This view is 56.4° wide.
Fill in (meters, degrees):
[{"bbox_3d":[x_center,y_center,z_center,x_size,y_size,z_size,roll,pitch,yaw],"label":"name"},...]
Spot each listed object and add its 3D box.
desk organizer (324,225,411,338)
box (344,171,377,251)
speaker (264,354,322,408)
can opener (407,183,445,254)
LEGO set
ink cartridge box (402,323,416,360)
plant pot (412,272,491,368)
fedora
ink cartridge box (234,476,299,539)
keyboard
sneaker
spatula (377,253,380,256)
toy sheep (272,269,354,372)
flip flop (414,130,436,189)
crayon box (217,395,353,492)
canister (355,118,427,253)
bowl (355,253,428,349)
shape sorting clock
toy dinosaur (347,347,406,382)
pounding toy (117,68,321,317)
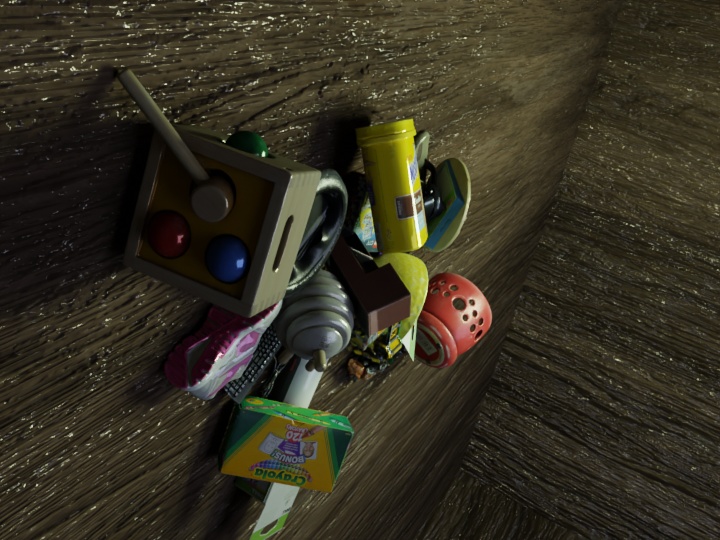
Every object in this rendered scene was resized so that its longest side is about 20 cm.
[{"bbox_3d":[0.000,0.000,1.073,0.077,0.200,0.072,-24,147,-14],"label":"desk organizer"},{"bbox_3d":[0.032,-0.104,1.248,0.200,0.038,0.137,-2,114,-60],"label":"box"},{"bbox_3d":[-0.118,0.203,1.188,0.201,0.081,0.081,-66,158,2],"label":"speaker"},{"bbox_3d":[0.114,-0.104,1.397,0.078,0.064,0.200,-14,155,-26],"label":"can opener"},{"bbox_3d":[-0.022,0.088,1.158,0.116,0.200,0.154,-37,159,-36],"label":"LEGO set"},{"bbox_3d":[0.082,0.094,1.465,0.200,0.048,0.146,66,27,-57],"label":"ink cartridge box"},{"bbox_3d":[0.204,0.135,1.714,0.182,0.200,0.201,-40,148,-32],"label":"plant pot"},{"bbox_3d":[-0.105,-0.061,0.933,0.201,0.091,0.201,-46,152,-34],"label":"fedora"},{"bbox_3d":[-0.175,0.409,1.278,0.201,0.075,0.148,-67,159,6],"label":"ink cartridge box"},{"bbox_3d":[-0.146,0.131,1.095,0.200,0.021,0.127,-55,141,-24],"label":"keyboard"},{"bbox_3d":[-0.185,0.098,0.944,0.200,0.081,0.088,-46,153,-24],"label":"sneaker"},{"bbox_3d":[0.054,-0.083,1.368,0.056,0.020,0.201,-31,139,-56],"label":"spatula"},{"bbox_3d":[-0.072,0.075,1.018,0.137,0.201,0.138,-9,137,-9],"label":"toy sheep"},{"bbox_3d":[0.127,-0.197,1.364,0.081,0.057,0.201,-52,158,-31],"label":"flip flop"},{"bbox_3d":[-0.125,0.290,1.123,0.058,0.199,0.119,-130,-122,-69],"label":"crayon box"},{"bbox_3d":[0.056,-0.140,1.098,0.149,0.086,0.201,-53,135,-73],"label":"canister"},{"bbox_3d":[0.026,0.042,1.287,0.107,0.200,0.201,27,86,-25],"label":"bowl"},{"bbox_3d":[0.174,-0.137,1.412,0.200,0.039,0.201,-166,-90,-70],"label":"shape sorting clock"},{"bbox_3d":[0.022,0.204,1.508,0.136,0.102,0.200,-52,-178,11],"label":"toy dinosaur"},{"bbox_3d":[-0.159,-0.079,0.706,0.142,0.183,0.201,-34,144,-72],"label":"pounding toy"}]
